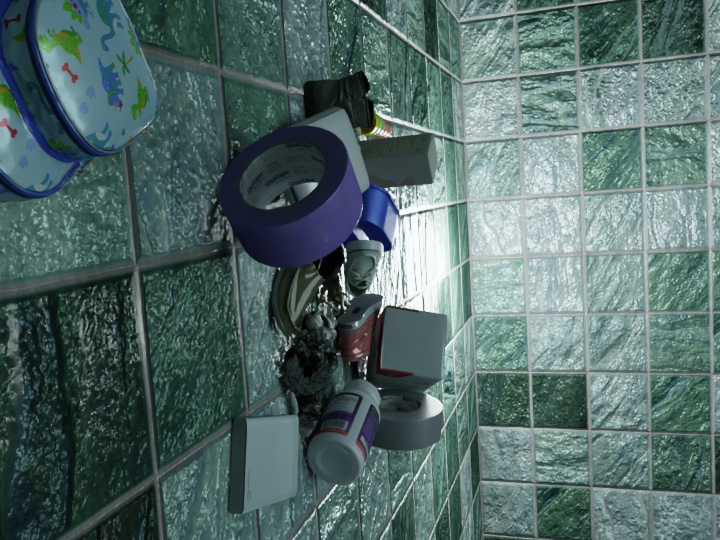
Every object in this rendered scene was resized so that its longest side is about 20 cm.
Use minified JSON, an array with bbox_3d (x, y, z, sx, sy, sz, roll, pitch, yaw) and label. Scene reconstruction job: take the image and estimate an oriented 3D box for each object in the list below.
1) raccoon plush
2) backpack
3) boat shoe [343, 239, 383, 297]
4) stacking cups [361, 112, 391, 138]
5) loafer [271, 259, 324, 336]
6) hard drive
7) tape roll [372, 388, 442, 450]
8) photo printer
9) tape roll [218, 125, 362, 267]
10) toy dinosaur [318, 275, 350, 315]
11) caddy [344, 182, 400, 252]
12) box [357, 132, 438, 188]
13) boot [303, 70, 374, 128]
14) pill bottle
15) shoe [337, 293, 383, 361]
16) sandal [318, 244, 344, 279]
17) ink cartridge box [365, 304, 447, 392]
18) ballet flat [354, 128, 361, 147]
[{"bbox_3d":[-0.096,0.169,1.284,0.135,0.095,0.203,-85,-165,-64],"label":"raccoon plush"},{"bbox_3d":[-0.272,-0.158,0.594,0.202,0.143,0.186,-66,147,-49],"label":"backpack"},{"bbox_3d":[0.000,0.000,1.344,0.200,0.070,0.067,122,-32,-69],"label":"boat shoe"},{"bbox_3d":[0.038,-0.344,1.737,0.200,0.059,0.062,-14,101,-72],"label":"stacking cups"},{"bbox_3d":[-0.101,0.015,1.242,0.076,0.068,0.204,59,34,-56],"label":"loafer"},{"bbox_3d":[-0.146,0.297,1.142,0.200,0.026,0.136,27,63,-70],"label":"hard drive"},{"bbox_3d":[0.079,0.319,1.569,0.200,0.195,0.068,-27,121,-70],"label":"tape roll"},{"bbox_3d":[-0.072,-0.184,1.281,0.199,0.068,0.170,-38,113,-52],"label":"photo printer"},{"bbox_3d":[-0.099,-0.109,1.050,0.086,0.195,0.203,67,28,-49],"label":"tape roll"},{"bbox_3d":[-0.058,0.020,1.436,0.102,0.057,0.203,-95,176,-47],"label":"toy dinosaur"},{"bbox_3d":[0.003,-0.117,1.476,0.200,0.138,0.108,52,45,-63],"label":"caddy"},{"bbox_3d":[0.065,-0.236,1.585,0.096,0.195,0.079,-69,151,-50],"label":"box"},{"bbox_3d":[-0.035,-0.270,1.381,0.068,0.127,0.205,-32,119,-69],"label":"boot"},{"bbox_3d":[-0.024,0.301,1.395,0.201,0.109,0.114,-60,144,-59],"label":"pill bottle"},{"bbox_3d":[0.001,0.121,1.571,0.200,0.070,0.093,-43,133,-64],"label":"shoe"},{"bbox_3d":[-0.073,-0.078,1.352,0.043,0.074,0.205,41,39,-57],"label":"sandal"},{"bbox_3d":[0.099,0.183,1.632,0.200,0.142,0.148,118,-21,-68],"label":"ink cartridge box"},{"bbox_3d":[-0.029,-0.267,1.513,0.076,0.062,0.205,38,52,-66],"label":"ballet flat"}]
